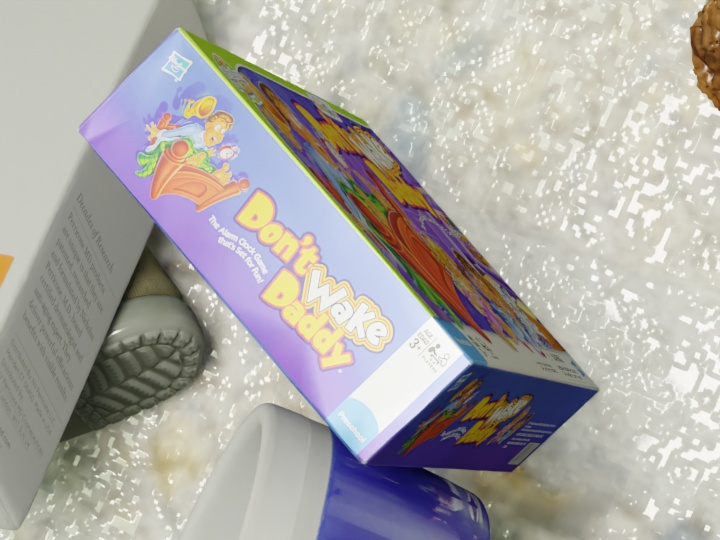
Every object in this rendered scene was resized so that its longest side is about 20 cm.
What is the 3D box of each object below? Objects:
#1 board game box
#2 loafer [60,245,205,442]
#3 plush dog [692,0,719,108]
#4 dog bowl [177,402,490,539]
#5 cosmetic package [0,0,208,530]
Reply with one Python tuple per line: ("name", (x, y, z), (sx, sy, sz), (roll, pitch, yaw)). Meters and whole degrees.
("board game box", (0.000, 0.000, 0.863), (0.045, 0.200, 0.135), (-43, 76, 8))
("loafer", (-0.154, 0.038, 0.980), (0.199, 0.075, 0.070), (-19, 58, 4))
("plush dog", (0.150, -0.103, 0.855), (0.160, 0.199, 0.173), (-23, 67, 47))
("dog bowl", (-0.033, 0.149, 0.857), (0.078, 0.200, 0.201), (22, 92, -7))
("cosmetic package", (-0.132, -0.020, 0.921), (0.101, 0.071, 0.201), (8, 56, 19))
